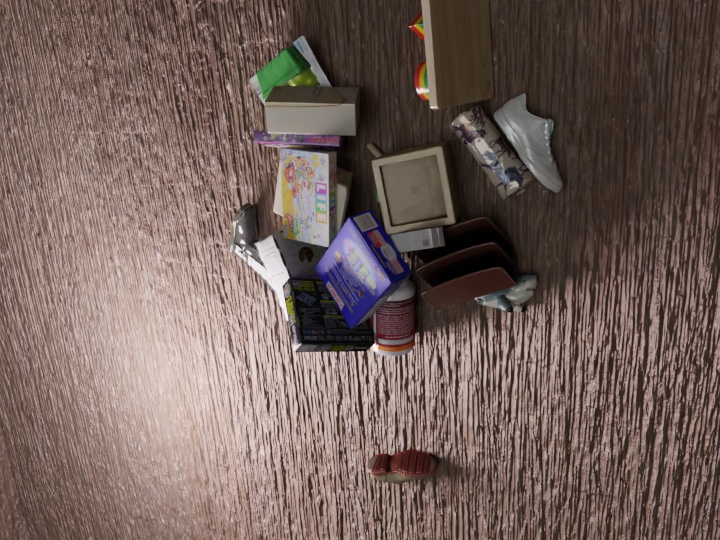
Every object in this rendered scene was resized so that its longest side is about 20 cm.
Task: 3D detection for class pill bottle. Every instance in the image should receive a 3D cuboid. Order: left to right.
[{"bbox_3d":[0.075,0.086,1.415,0.110,0.113,0.206,9,111,26],"label":"pill bottle"}]

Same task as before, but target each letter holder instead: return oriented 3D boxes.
[{"bbox_3d":[0.208,-0.015,1.270,0.196,0.103,0.141,-20,141,33],"label":"letter holder"}]

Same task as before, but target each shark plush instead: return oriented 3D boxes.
[{"bbox_3d":[0.291,0.035,1.326,0.197,0.089,0.086,14,95,47],"label":"shark plush"}]

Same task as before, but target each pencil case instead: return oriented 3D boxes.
[{"bbox_3d":[0.265,-0.235,1.212,0.077,0.089,0.202,-38,88,23],"label":"pencil case"}]

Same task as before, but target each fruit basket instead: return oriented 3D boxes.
[{"bbox_3d":[-0.141,-0.403,1.398,0.183,0.094,0.202,-25,109,34],"label":"fruit basket"}]

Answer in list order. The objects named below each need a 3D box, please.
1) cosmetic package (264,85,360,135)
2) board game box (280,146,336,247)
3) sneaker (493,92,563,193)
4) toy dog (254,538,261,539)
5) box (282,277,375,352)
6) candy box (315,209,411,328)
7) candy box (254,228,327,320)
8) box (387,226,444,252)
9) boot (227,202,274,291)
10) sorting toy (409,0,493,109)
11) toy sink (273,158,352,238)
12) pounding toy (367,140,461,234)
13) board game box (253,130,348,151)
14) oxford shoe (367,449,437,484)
[{"bbox_3d":[-0.101,-0.347,1.308,0.193,0.105,0.075,1,126,5],"label":"cosmetic package"},{"bbox_3d":[-0.115,-0.166,1.348,0.131,0.034,0.206,12,111,30],"label":"board game box"},{"bbox_3d":[0.347,-0.250,1.172,0.088,0.075,0.202,-36,87,22],"label":"sneaker"},{"bbox_3d":[-0.292,0.940,1.929,0.196,0.141,0.196,24,154,18],"label":"toy dog"},{"bbox_3d":[-0.072,0.102,1.377,0.044,0.195,0.164,-44,52,45],"label":"box"},{"bbox_3d":[0.000,0.000,1.323,0.171,0.076,0.200,57,138,15],"label":"candy box"},{"bbox_3d":[-0.146,-0.008,1.474,0.070,0.167,0.205,-19,97,38],"label":"candy box"},{"bbox_3d":[0.095,-0.060,1.277,0.197,0.038,0.043,-7,91,52],"label":"box"},{"bbox_3d":[-0.254,-0.053,1.580,0.199,0.072,0.184,41,136,19],"label":"boot"},{"bbox_3d":[0.168,-0.420,1.142,0.068,0.196,0.206,9,112,42],"label":"sorting toy"},{"bbox_3d":[-0.092,-0.176,1.420,0.196,0.111,0.134,25,118,25],"label":"toy sink"},{"bbox_3d":[0.105,-0.193,1.304,0.194,0.142,0.190,-8,104,20],"label":"pounding toy"},{"bbox_3d":[-0.132,-0.292,1.362,0.193,0.120,0.033,5,92,8],"label":"board game box"},{"bbox_3d":[0.117,0.521,1.584,0.195,0.071,0.076,-8,130,30],"label":"oxford shoe"}]
